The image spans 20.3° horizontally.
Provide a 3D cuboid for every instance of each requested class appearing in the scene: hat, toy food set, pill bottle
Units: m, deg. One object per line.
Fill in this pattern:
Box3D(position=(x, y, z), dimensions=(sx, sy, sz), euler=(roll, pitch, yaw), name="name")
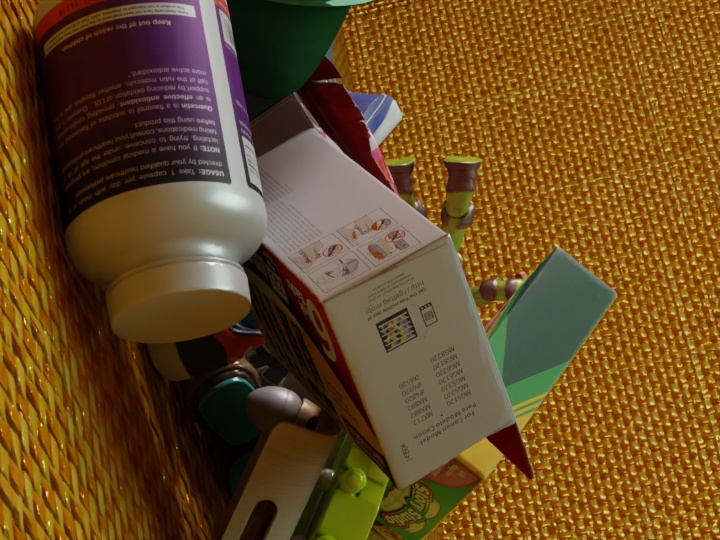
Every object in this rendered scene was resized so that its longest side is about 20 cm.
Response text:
Box3D(position=(-0.072, -0.124, 1.263), dimensions=(0.166, 0.200, 0.176), euler=(-34, 146, -55), name="hat")
Box3D(position=(-0.064, 0.135, 1.251), dimensions=(0.200, 0.060, 0.144), euler=(-69, -177, -80), name="toy food set")
Box3D(position=(-0.115, -0.066, 1.116), dimensions=(0.112, 0.112, 0.200), euler=(66, 12, -68), name="pill bottle")

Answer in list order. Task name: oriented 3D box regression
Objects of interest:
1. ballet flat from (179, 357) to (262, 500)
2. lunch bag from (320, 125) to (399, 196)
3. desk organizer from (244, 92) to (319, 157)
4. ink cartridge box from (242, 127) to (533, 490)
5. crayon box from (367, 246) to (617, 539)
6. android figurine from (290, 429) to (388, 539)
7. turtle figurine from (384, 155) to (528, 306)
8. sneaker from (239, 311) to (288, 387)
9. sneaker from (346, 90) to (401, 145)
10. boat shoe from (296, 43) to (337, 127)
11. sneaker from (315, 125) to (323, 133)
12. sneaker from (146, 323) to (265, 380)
Box3D(position=(-0.086, 0.103, 1.394), dimensions=(0.072, 0.068, 0.200), euler=(59, -3, 36), name="ballet flat")
Box3D(position=(0.000, 0.000, 1.438), dimensions=(0.176, 0.082, 0.200), euler=(123, -50, -70), name="lunch bag")
Box3D(position=(-0.100, -0.128, 1.316), dimensions=(0.200, 0.077, 0.072), euler=(58, -6, -29), name="desk organizer")
Box3D(position=(0.003, 0.035, 1.178), dimensions=(0.200, 0.084, 0.176), euler=(41, -23, 59), name="ink cartridge box")
Box3D(position=(0.076, 0.097, 1.372), dimensions=(0.058, 0.173, 0.200), euler=(39, -29, 3), name="crayon box")
Box3D(position=(-0.025, 0.169, 1.322), dimensions=(0.200, 0.041, 0.182), euler=(129, -15, -77), name="android figurine")
Box3D(position=(0.047, -0.004, 1.536), dimensions=(0.064, 0.200, 0.161), euler=(-22, 110, -58), name="turtle figurine")
Box3D(position=(-0.075, 0.041, 1.458), dimensions=(0.087, 0.075, 0.200), euler=(81, -15, -46), name="sneaker")
Box3D(position=(-0.076, -0.133, 1.638), dimensions=(0.081, 0.199, 0.115), euler=(-52, 124, -36), name="sneaker")
Box3D(position=(-0.035, -0.200, 1.417), dimensions=(0.073, 0.062, 0.200), euler=(-90, 166, -74), name="boat shoe")
Box3D(position=(-0.074, -0.098, 1.535), dimensions=(0.079, 0.200, 0.095), euler=(-55, -165, 28), name="sneaker")
Box3D(position=(-0.109, -0.034, 1.282), dimensions=(0.075, 0.084, 0.200), euler=(-68, 144, -82), name="sneaker")
